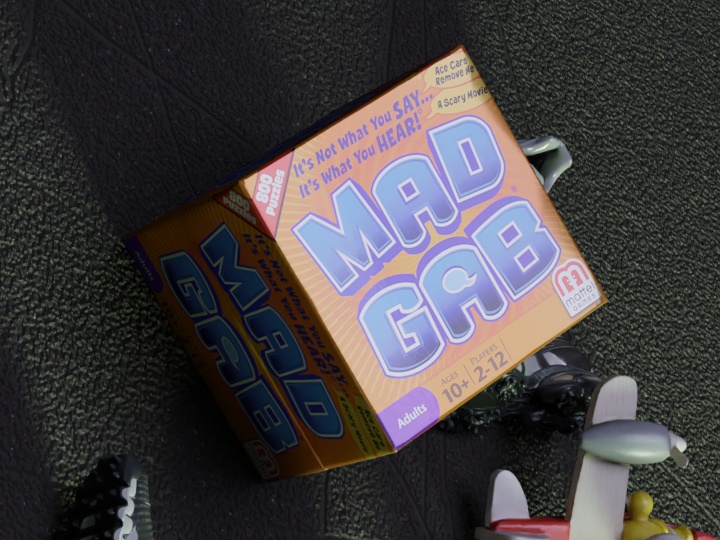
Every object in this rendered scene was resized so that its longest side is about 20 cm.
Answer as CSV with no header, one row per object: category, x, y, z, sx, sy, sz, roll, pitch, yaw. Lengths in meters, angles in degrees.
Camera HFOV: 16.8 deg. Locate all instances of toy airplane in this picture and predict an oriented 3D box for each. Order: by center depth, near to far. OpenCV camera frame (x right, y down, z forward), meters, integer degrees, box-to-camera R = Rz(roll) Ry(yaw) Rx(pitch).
toy airplane,0.185,0.209,1.823,0.199,0.141,0.200,-43,118,-28

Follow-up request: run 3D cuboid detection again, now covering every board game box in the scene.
board game box,0.000,0.000,1.648,0.200,0.200,0.201,-33,96,-29

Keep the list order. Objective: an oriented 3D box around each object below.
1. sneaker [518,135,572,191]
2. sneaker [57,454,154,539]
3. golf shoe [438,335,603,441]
sneaker,0.096,-0.056,1.912,0.071,0.080,0.200,57,43,-11
sneaker,-0.147,0.218,1.531,0.090,0.066,0.201,25,58,-40
golf shoe,0.099,0.073,1.869,0.199,0.078,0.095,15,38,-40
